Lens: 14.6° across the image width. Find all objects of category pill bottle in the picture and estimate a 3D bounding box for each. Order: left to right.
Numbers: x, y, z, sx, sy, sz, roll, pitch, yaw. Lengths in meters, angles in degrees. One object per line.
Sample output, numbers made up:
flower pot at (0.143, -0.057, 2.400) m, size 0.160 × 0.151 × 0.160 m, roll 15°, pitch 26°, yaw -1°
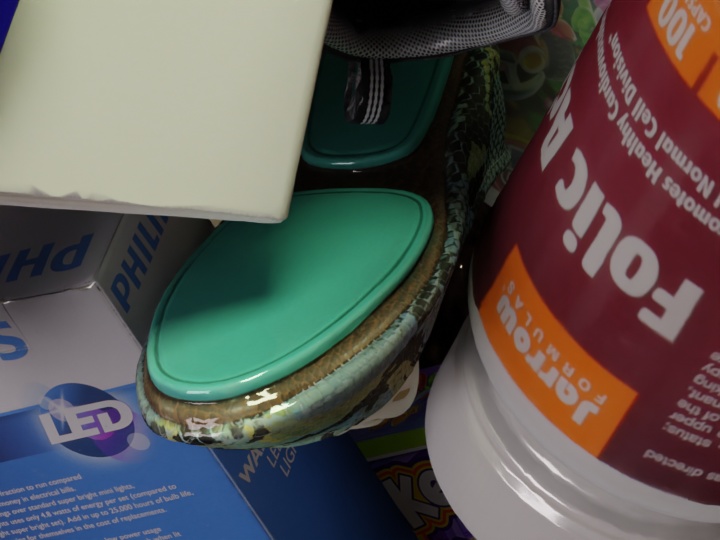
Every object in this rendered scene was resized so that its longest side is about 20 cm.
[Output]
pill bottle at (0.094, -0.011, 0.683) m, size 0.114 × 0.114 × 0.200 m, roll 46°, pitch 136°, yaw 18°

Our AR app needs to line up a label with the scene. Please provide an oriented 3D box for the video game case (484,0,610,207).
video game case at (0.033, -0.117, 0.762) m, size 0.143 × 0.018 × 0.200 m, roll 37°, pitch 133°, yaw 27°

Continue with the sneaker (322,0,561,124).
sneaker at (0.027, -0.123, 0.659) m, size 0.200 × 0.075 × 0.114 m, roll 113°, pitch 158°, yaw -47°

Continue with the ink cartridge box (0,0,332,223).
ink cartridge box at (-0.059, -0.127, 0.652) m, size 0.146 × 0.084 × 0.200 m, roll 39°, pitch 120°, yaw 59°

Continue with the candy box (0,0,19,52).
candy box at (-0.168, -0.064, 0.638) m, size 0.200 × 0.077 × 0.169 m, roll 46°, pitch 123°, yaw 41°

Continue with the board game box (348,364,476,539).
board game box at (-0.014, 0.109, 0.867) m, size 0.200 × 0.045 × 0.135 m, roll -16°, pitch 109°, yaw 36°

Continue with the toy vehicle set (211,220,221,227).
toy vehicle set at (-0.079, 0.015, 0.895) m, size 0.200 × 0.027 × 0.124 m, roll 20°, pitch 126°, yaw 19°

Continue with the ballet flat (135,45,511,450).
ballet flat at (0.000, 0.000, 0.713) m, size 0.074 × 0.200 × 0.074 m, roll 10°, pitch 127°, yaw 14°

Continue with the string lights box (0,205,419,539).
string lights box at (-0.055, 0.066, 0.757) m, size 0.103 × 0.059 × 0.200 m, roll -13°, pitch 126°, yaw 27°
